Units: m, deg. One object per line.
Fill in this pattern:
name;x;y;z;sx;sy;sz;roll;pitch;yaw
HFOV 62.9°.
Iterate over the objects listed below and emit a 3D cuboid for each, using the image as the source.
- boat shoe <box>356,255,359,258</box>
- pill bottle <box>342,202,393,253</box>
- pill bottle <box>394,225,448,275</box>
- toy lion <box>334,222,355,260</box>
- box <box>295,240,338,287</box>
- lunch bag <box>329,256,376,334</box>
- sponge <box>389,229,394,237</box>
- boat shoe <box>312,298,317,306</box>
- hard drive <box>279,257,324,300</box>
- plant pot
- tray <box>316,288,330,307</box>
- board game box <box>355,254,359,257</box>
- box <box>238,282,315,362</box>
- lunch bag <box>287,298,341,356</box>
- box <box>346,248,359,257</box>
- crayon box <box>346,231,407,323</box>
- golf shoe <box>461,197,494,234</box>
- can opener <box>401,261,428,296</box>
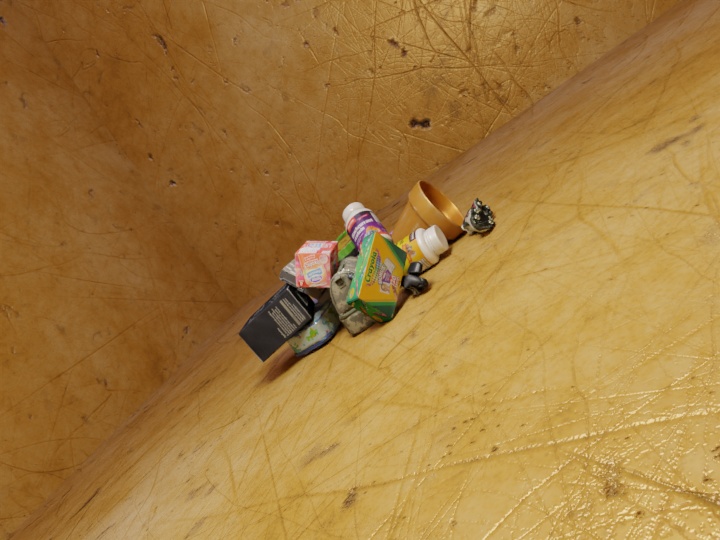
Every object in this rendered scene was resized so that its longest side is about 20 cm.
boat shoe;0.000;0.000;1.754;0.201;0.073;0.062;-50;-7;4
pill bottle;0.018;-0.125;1.878;0.110;0.112;0.202;-35;51;2
pill bottle;0.153;-0.046;1.697;0.198;0.110;0.110;-32;10;25
toy lion;-0.047;-0.102;2.037;0.192;0.069;0.199;-48;15;-12
box;-0.121;-0.021;1.674;0.099;0.098;0.200;1;12;3
lunch bag;-0.013;0.057;1.630;0.138;0.170;0.200;-34;10;11
sponge;0.200;-0.133;1.940;0.198;0.113;0.030;-37;11;-9
boat shoe;-0.079;0.114;1.918;0.194;0.070;0.072;-14;16;6
hard drive;-0.163;0.020;1.792;0.039;0.137;0.200;-63;-1;14
plant pot;0.195;-0.138;1.805;0.184;0.199;0.201;-48;3;25
tray;-0.059;0.041;1.842;0.197;0.022;0.108;-35;10;5
board game box;-0.065;0.023;1.951;0.200;0.019;0.103;-48;-3;40
box;-0.246;0.143;1.769;0.199;0.118;0.197;-41;7;5
lunch bag;-0.132;0.169;1.799;0.159;0.083;0.200;-30;11;29
box;0.009;-0.027;2.053;0.198;0.139;0.040;-36;11;0
crayon box;0.045;0.018;1.526;0.058;0.117;0.205;-25;42;50
golf shoe;0.327;-0.133;1.657;0.089;0.076;0.200;-54;0;23
can opener;0.136;0.030;1.571;0.080;0.062;0.200;-65;5;-11
